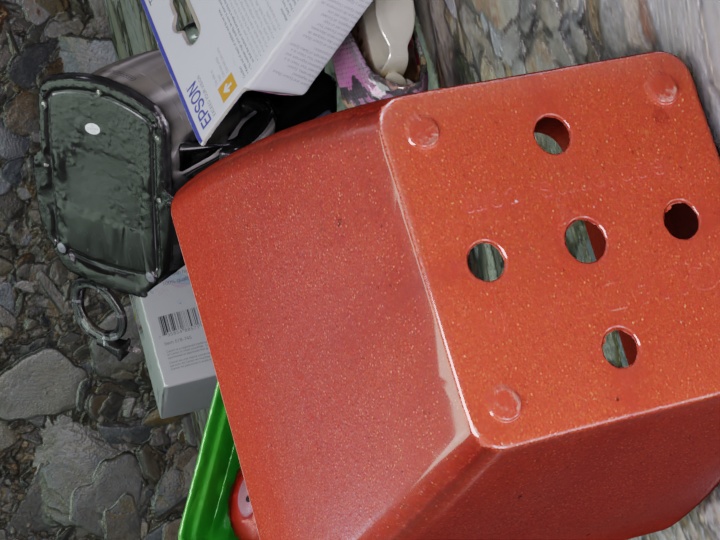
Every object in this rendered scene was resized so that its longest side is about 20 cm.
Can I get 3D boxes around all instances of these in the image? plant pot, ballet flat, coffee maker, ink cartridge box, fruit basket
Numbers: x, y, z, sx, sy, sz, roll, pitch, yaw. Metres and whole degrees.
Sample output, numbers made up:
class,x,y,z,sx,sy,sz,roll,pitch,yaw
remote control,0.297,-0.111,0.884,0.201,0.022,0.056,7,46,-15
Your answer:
class,x,y,z,sx,sy,sz,roll,pitch,yaw
plant pot,0.057,0.013,0.777,0.176,0.199,0.201,135,121,-65
ballet flat,0.002,-0.173,1.131,0.071,0.069,0.201,-53,48,53
coffee maker,-0.119,-0.078,1.290,0.134,0.200,0.193,38,130,14
ink cartridge box,-0.162,0.029,1.981,0.145,0.144,0.201,112,144,-72
ink cartridge box,-0.048,-0.197,1.106,0.200,0.043,0.197,-51,40,24
fruit basket,-0.042,0.123,1.372,0.216,0.154,0.217,12,-90,-78
